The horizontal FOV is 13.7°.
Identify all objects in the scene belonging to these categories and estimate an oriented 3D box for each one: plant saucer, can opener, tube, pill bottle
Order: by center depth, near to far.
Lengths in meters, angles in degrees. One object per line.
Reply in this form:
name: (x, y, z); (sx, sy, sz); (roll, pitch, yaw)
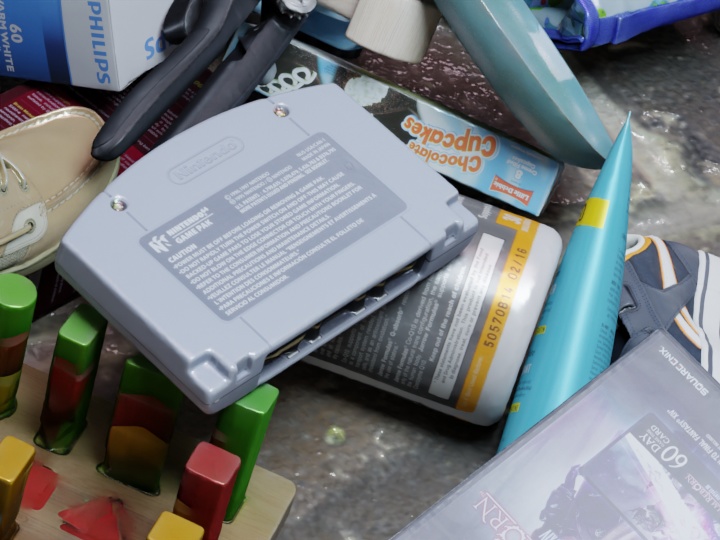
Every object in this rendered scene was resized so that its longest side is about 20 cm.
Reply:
tube: (0.120, 0.019, 1.607); (0.050, 0.077, 0.201); (16, 76, 0)
can opener: (-0.081, -0.107, 1.609); (0.063, 0.079, 0.200); (43, 48, -16)
pill bottle: (0.000, 0.000, 1.618); (0.199, 0.117, 0.117); (20, 40, 3)
plant saucer: (0.079, -0.134, 1.691); (0.200, 0.027, 0.200); (52, 11, -14)

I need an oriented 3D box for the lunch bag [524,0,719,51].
lunch bag: (0.140, -0.211, 1.897); (0.170, 0.128, 0.200); (-19, 43, -35)

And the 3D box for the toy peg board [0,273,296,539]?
toy peg board: (-0.147, 0.106, 1.461); (0.199, 0.098, 0.199); (23, 40, 7)

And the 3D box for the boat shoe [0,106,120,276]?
boat shoe: (-0.198, -0.033, 1.537); (0.072, 0.065, 0.200); (38, 54, 22)

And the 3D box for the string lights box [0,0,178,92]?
string lights box: (-0.194, -0.155, 1.702); (0.199, 0.059, 0.103); (8, 28, 28)

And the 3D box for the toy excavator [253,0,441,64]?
toy excavator: (-0.026, -0.174, 1.752); (0.194, 0.100, 0.200); (26, 13, 14)

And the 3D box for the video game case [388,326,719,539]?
video game case: (0.128, 0.136, 1.522); (0.200, 0.019, 0.143); (-36, 67, -19)

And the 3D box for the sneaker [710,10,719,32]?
sneaker: (0.336, -0.158, 1.946); (0.200, 0.075, 0.106); (35, 46, 21)

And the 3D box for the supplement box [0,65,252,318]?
supplement box: (-0.153, -0.057, 1.669); (0.109, 0.061, 0.200); (38, 45, 23)

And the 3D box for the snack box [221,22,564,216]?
snack box: (0.021, -0.088, 1.735); (0.199, 0.037, 0.116); (24, 5, 4)

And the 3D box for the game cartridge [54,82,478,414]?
game cartridge: (-0.052, -0.019, 1.518); (0.200, 0.041, 0.133); (-32, 68, -36)

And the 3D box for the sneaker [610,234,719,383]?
sneaker: (0.157, 0.049, 1.652); (0.079, 0.079, 0.200); (19, 29, -6)
